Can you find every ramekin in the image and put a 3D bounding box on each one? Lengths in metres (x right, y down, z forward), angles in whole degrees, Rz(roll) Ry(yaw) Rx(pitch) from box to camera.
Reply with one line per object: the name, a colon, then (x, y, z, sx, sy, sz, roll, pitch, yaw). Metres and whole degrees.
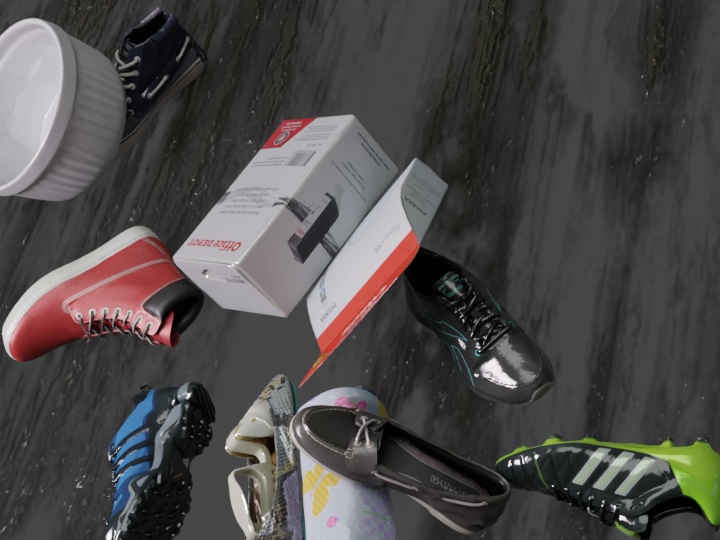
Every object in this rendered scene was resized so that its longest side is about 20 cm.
ramekin: (-0.353, -0.174, 1.614, 0.199, 0.105, 0.202, -15, 68, 41)

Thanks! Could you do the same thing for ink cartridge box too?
ink cartridge box: (0.000, 0.000, 1.318, 0.160, 0.047, 0.200, -49, 5, 31)
ink cartridge box: (-0.077, -0.056, 1.440, 0.200, 0.084, 0.144, -52, 27, -20)

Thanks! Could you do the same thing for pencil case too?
pencil case: (-0.008, 0.203, 1.256, 0.083, 0.090, 0.201, -33, 44, 30)

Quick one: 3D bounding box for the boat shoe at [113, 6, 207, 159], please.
boat shoe: (-0.272, -0.219, 1.663, 0.074, 0.093, 0.200, 28, 70, 34)

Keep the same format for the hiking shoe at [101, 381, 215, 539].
hiking shoe: (-0.206, 0.196, 1.355, 0.086, 0.075, 0.201, -4, 44, 28)

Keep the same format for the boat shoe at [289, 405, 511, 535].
boat shoe: (0.038, 0.159, 1.218, 0.199, 0.057, 0.067, 28, 44, -9)

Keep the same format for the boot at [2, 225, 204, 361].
boot: (-0.265, 0.054, 1.478, 0.199, 0.073, 0.144, -35, 52, -11)

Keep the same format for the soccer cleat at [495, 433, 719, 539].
soccer cleat: (0.209, 0.183, 1.200, 0.198, 0.068, 0.082, -2, 65, 19)

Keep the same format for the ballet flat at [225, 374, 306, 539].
ballet flat: (-0.089, 0.177, 1.308, 0.071, 0.072, 0.202, -15, 53, 11)

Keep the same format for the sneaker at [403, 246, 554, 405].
sneaker: (0.100, 0.050, 1.329, 0.075, 0.079, 0.200, -40, 53, -11)
